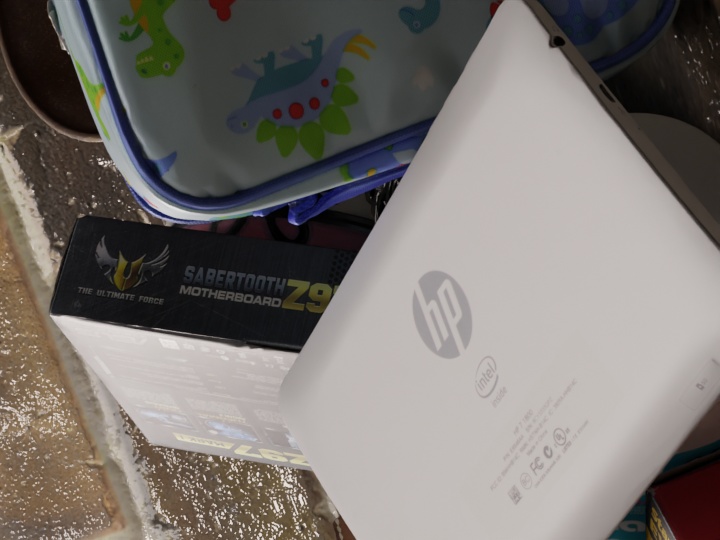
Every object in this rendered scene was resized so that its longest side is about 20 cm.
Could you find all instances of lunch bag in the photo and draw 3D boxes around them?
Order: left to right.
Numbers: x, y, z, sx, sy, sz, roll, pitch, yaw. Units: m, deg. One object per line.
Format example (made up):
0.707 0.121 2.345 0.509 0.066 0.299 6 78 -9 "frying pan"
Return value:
-0.005 -0.108 0.736 0.082 0.198 0.162 168 81 -83 "lunch bag"

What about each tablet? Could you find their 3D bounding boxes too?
0.041 0.028 0.697 0.131 0.014 0.201 54 136 25 "tablet"

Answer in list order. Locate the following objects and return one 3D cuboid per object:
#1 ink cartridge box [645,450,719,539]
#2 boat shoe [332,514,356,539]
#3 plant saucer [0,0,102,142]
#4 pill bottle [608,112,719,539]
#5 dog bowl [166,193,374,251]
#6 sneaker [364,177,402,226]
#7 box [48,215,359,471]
0.164 0.150 0.691 0.176 0.083 0.201 79 168 -55 "ink cartridge box"
0.025 0.186 0.882 0.076 0.071 0.201 21 -135 -63 "boat shoe"
-0.097 -0.157 1.006 0.199 0.036 0.203 -5 83 47 "plant saucer"
0.094 0.033 0.770 0.201 0.110 0.111 79 167 -57 "pill bottle"
0.000 0.000 1.011 0.200 0.198 0.074 87 -162 -68 "dog bowl"
0.013 -0.030 0.837 0.200 0.111 0.074 -44 -28 -60 "sneaker"
-0.014 0.041 0.952 0.158 0.198 0.051 65 -143 -62 "box"
